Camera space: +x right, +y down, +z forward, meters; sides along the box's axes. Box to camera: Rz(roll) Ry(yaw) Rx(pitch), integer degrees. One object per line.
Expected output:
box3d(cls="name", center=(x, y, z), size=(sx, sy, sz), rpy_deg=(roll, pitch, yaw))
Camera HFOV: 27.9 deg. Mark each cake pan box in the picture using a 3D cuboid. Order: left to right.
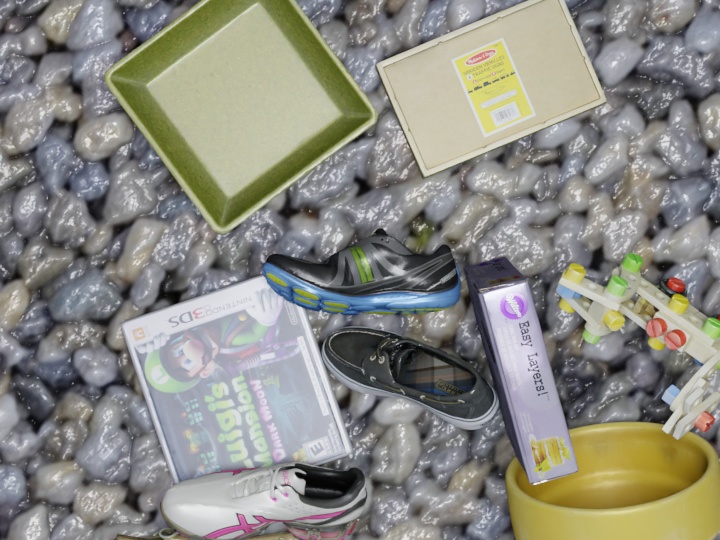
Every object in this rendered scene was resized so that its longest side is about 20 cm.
box3d(cls="cake pan box", center=(0.146, 0.088, 1.362), size=(0.052, 0.200, 0.184), rpy_deg=(-14, 95, 1))

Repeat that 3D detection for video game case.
box3d(cls="video game case", center=(-0.124, 0.118, 1.453), size=(0.182, 0.023, 0.200), rpy_deg=(-19, 90, 1))

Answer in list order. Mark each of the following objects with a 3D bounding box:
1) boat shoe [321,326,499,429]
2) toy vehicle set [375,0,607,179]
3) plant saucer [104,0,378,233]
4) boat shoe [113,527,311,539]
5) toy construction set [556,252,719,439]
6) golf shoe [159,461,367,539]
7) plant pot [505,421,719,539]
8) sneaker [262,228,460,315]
box3d(cls="boat shoe", center=(0.044, 0.091, 1.393), size=(0.200, 0.057, 0.069), rpy_deg=(19, 64, 31))
box3d(cls="toy vehicle set", center=(0.130, -0.186, 1.449), size=(0.200, 0.027, 0.124), rpy_deg=(-22, 90, 0))
box3d(cls="plant saucer", center=(-0.117, -0.170, 1.441), size=(0.200, 0.048, 0.200), rpy_deg=(-36, 89, 0))
box3d(cls="boat shoe", center=(-0.149, 0.275, 1.431), size=(0.201, 0.073, 0.063), rpy_deg=(8, 83, -2))
box3d(cls="toy construction set", center=(0.286, 0.063, 1.393), size=(0.200, 0.131, 0.092), rpy_deg=(52, 128, 18))
box3d(cls="golf shoe", center=(-0.092, 0.214, 1.396), size=(0.200, 0.092, 0.073), rpy_deg=(2, 46, -19))
box3d(cls="plant pot", center=(0.246, 0.268, 1.375), size=(0.201, 0.201, 0.189), rpy_deg=(-8, 106, 0))
box3d(cls="sneaker", center=(0.000, 0.000, 1.428), size=(0.199, 0.071, 0.083), rpy_deg=(2, 78, -12))
